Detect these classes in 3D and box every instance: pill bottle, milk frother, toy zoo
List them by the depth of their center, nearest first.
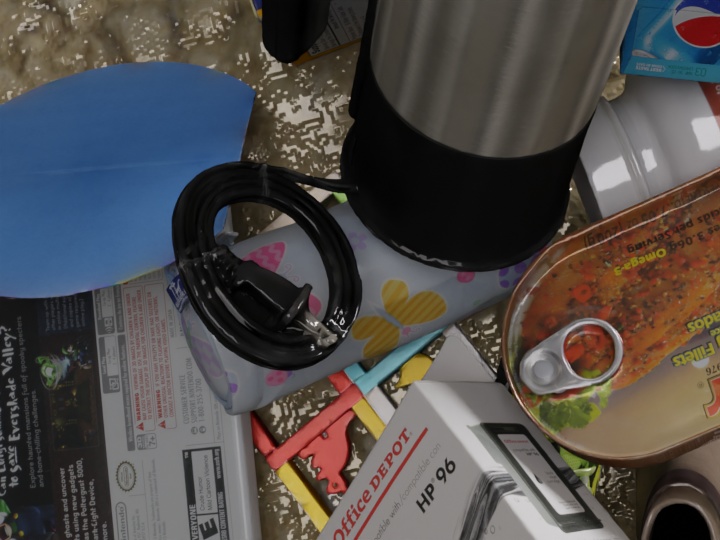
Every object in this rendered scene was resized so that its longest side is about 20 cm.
[{"bbox_3d":[0.021,-0.075,0.606,0.178,0.189,0.202,14,53,2],"label":"milk frother"},{"bbox_3d":[0.206,-0.079,0.730,0.198,0.112,0.114,-21,83,4],"label":"pill bottle"},{"bbox_3d":[-0.001,0.064,0.787,0.131,0.020,0.201,-38,82,2],"label":"toy zoo"}]

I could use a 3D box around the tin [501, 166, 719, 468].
[{"bbox_3d":[0.162,0.018,0.654,0.198,0.042,0.113,-23,63,9],"label":"tin"}]

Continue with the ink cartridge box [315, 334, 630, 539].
[{"bbox_3d":[0.050,0.134,0.671,0.200,0.067,0.117,51,122,37],"label":"ink cartridge box"}]

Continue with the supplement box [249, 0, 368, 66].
[{"bbox_3d":[0.029,-0.204,0.761,0.197,0.109,0.111,-20,84,4],"label":"supplement box"}]

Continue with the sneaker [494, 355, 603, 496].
[{"bbox_3d":[0.103,0.096,0.735,0.075,0.076,0.203,18,94,-23],"label":"sneaker"}]

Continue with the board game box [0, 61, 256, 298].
[{"bbox_3d":[-0.135,-0.040,0.761,0.156,0.039,0.201,-4,41,9],"label":"board game box"}]

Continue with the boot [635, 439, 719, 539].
[{"bbox_3d":[0.163,0.112,0.700,0.069,0.146,0.203,-8,84,18],"label":"boot"}]

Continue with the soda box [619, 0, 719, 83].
[{"bbox_3d":[0.164,-0.173,0.706,0.067,0.201,0.065,5,129,7],"label":"soda box"}]

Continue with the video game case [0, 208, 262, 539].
[{"bbox_3d":[-0.148,0.070,0.790,0.179,0.023,0.203,-7,85,15],"label":"video game case"}]

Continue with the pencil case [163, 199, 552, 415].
[{"bbox_3d":[0.000,0.000,0.732,0.198,0.084,0.091,-21,43,-13],"label":"pencil case"}]
